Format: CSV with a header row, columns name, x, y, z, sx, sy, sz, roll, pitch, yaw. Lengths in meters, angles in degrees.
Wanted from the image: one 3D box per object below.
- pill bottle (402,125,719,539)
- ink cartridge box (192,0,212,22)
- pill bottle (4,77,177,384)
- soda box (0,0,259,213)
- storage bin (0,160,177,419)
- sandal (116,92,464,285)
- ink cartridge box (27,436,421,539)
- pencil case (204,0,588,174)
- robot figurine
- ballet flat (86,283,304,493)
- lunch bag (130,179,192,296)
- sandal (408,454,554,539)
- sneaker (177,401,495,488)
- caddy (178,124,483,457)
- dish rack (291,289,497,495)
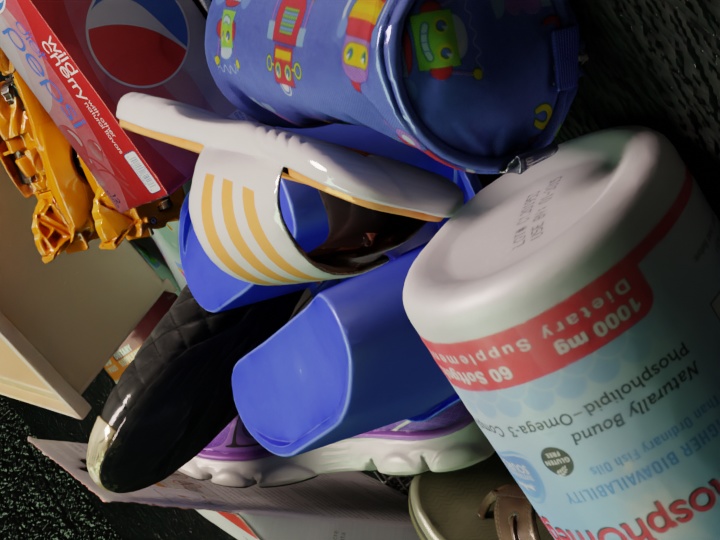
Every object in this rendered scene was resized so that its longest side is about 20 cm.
name,x,y,z,sx,sy,sz,roll,pitch,yaw
pill bottle,0.108,0.058,0.858,0.201,0.109,0.109,56,166,-17
ink cartridge box,-0.082,-0.147,1.129,0.099,0.039,0.201,37,160,47
pill bottle,-0.158,-0.035,1.507,0.200,0.114,0.114,53,167,-6
soda box,-0.130,-0.128,1.096,0.201,0.070,0.063,55,155,-11
storage bin,-0.233,-0.031,1.350,0.200,0.094,0.198,49,158,-28
sandal,-0.034,-0.025,0.942,0.079,0.060,0.206,14,-178,-33
ink cartridge box,-0.062,0.131,1.274,0.161,0.199,0.051,-162,79,-67
pencil case,0.011,-0.083,0.895,0.200,0.086,0.079,-160,75,-66
robot figurine,-0.157,-0.107,1.197,0.145,0.058,0.201,-11,106,57
ballet flat,-0.072,0.022,1.194,0.057,0.201,0.067,23,162,36
lunch bag,-0.109,-0.070,1.334,0.161,0.077,0.200,49,166,21
sandal,0.105,0.130,1.159,0.200,0.080,0.058,28,138,41
sneaker,-0.017,0.059,1.225,0.081,0.199,0.084,-25,-74,-64
caddy,0.000,0.000,1.085,0.142,0.104,0.200,67,157,7
dish rack,0.027,0.086,1.335,0.200,0.054,0.153,54,167,-16
